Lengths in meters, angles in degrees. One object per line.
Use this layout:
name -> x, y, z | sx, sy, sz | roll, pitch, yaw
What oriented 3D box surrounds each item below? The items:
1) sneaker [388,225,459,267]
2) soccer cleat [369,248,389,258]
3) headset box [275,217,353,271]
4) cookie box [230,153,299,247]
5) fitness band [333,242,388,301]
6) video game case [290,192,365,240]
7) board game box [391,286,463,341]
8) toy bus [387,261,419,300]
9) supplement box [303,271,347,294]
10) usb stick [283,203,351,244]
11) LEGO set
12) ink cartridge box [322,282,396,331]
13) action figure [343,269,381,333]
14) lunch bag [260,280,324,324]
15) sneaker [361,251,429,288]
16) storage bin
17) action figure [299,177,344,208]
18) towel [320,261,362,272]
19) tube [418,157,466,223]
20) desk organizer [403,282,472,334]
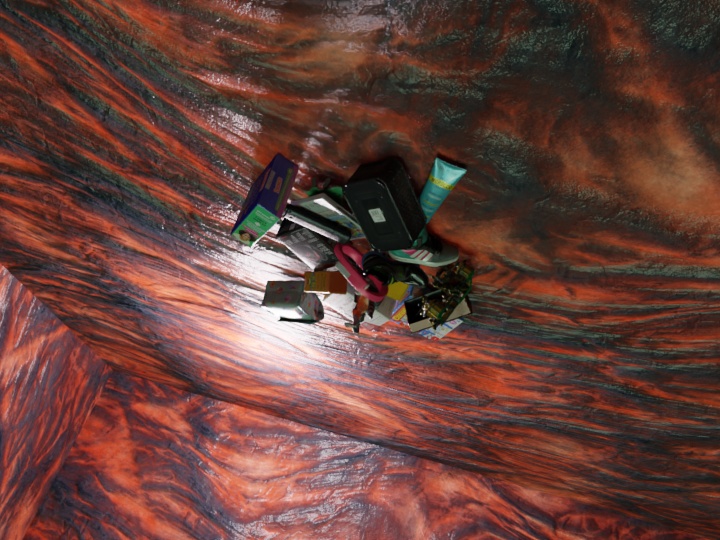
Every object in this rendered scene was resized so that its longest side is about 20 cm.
sneaker -> 0.175, -0.081, 1.457 | 0.194, 0.085, 0.122 | 4, 142, -1
soccer cleat -> 0.052, -0.040, 1.583 | 0.067, 0.079, 0.202 | 15, 148, 6
headset box -> -0.128, -0.083, 1.618 | 0.146, 0.076, 0.200 | -13, 136, 43
cookie box -> -0.254, -0.181, 1.450 | 0.074, 0.175, 0.199 | 28, 148, -21
fitness band -> 0.000, 0.000, 1.524 | 0.201, 0.143, 0.037 | 48, 113, 7
video game case -> -0.077, -0.137, 1.471 | 0.141, 0.018, 0.198 | -6, 149, 45
board game box -> 0.212, 0.138, 1.784 | 0.192, 0.057, 0.201 | 25, 148, -8
toy bus -> 0.119, 0.021, 1.629 | 0.064, 0.080, 0.202 | 21, 142, -3
supplement box -> -0.109, 0.038, 1.674 | 0.067, 0.069, 0.199 | 4, 176, -26
usb stick -> -0.115, -0.123, 1.462 | 0.196, 0.033, 0.055 | 24, 159, -17
LEGO set -> 0.222, 0.050, 1.522 | 0.115, 0.202, 0.154 | 36, 176, 23
ink cartridge box -> -0.005, 0.095, 1.753 | 0.197, 0.084, 0.146 | 32, 148, -14
action figure -> 0.020, 0.109, 1.596 | 0.102, 0.193, 0.206 | 13, 111, 19
lunch bag -> -0.233, 0.123, 1.949 | 0.166, 0.125, 0.201 | 1, 152, 23
sneaker -> 0.092, 0.014, 1.497 | 0.195, 0.084, 0.071 | 18, 137, -9
storage bin -> 0.060, -0.156, 1.338 | 0.133, 0.094, 0.202 | -3, 129, 40
action figure -> -0.082, -0.173, 1.479 | 0.115, 0.056, 0.201 | 7, 153, 17
towel -> -0.042, 0.028, 1.790 | 0.191, 0.035, 0.199 | 36, 147, -19
tube -> 0.181, -0.190, 1.322 | 0.075, 0.051, 0.201 | 17, 145, -7
desk organizer -> 0.229, 0.111, 1.644 | 0.196, 0.072, 0.078 | -21, 115, 18
